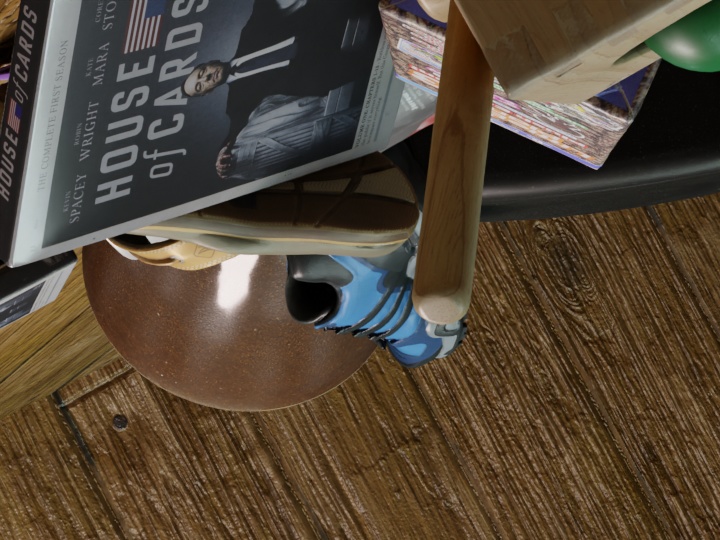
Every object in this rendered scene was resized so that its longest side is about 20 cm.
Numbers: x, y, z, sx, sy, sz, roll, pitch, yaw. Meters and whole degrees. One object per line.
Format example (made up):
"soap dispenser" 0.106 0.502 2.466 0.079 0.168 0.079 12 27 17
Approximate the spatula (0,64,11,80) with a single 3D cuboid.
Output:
"spatula" -0.087 -0.120 0.991 0.200 0.021 0.056 -32 171 32

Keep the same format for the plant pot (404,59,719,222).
"plant pot" 0.095 -0.120 1.254 0.176 0.201 0.200 -17 177 -1

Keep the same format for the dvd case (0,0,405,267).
"dvd case" -0.054 -0.089 0.948 0.199 0.025 0.151 -21 141 -36

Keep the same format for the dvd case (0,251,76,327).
"dvd case" -0.298 0.043 1.656 0.199 0.025 0.150 -29 177 -17

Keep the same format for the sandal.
"sandal" -0.074 -0.032 1.034 0.199 0.081 0.054 10 136 -14

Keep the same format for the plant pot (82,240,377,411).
"plant pot" -0.054 -0.047 1.286 0.186 0.187 0.200 -28 162 -21

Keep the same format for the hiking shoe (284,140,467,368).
"hiking shoe" 0.000 0.000 1.204 0.086 0.075 0.200 -27 153 -5

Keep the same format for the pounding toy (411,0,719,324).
"pounding toy" 0.049 -0.111 0.668 0.142 0.201 0.184 -29 177 12

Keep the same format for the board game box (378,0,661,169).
"board game box" 0.085 -0.137 0.893 0.200 0.096 0.160 48 66 -87

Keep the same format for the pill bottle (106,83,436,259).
"pill bottle" -0.042 -0.088 1.104 0.199 0.111 0.111 -29 177 11
